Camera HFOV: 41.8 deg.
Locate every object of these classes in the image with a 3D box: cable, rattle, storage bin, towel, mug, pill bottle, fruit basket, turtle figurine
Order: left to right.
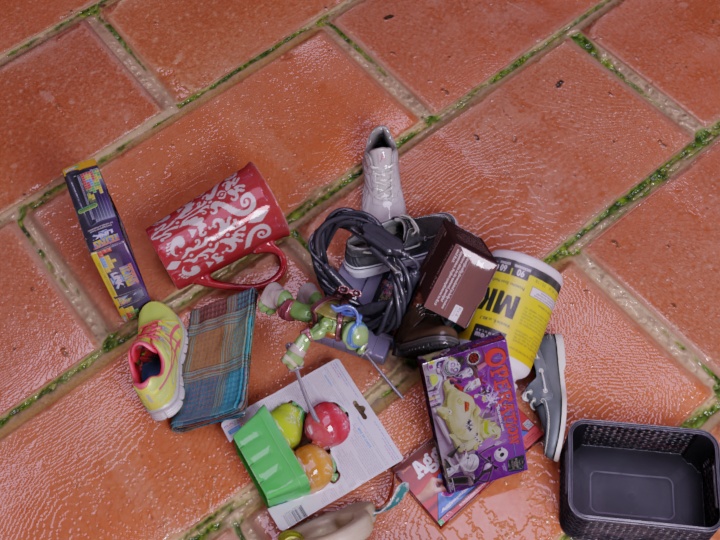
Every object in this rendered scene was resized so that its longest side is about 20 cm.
[{"bbox_3d":[-0.215,0.131,1.389,0.145,0.022,0.203,-20,53,32],"label":"towel"},{"bbox_3d":[-0.217,-0.050,1.478,0.198,0.134,0.178,-29,60,-10],"label":"mug"},{"bbox_3d":[-0.070,0.242,1.326,0.198,0.094,0.186,-25,60,-23],"label":"fruit basket"},{"bbox_3d":[-0.060,0.104,1.346,0.143,0.202,0.193,-31,39,-20],"label":"turtle figurine"},{"bbox_3d":[-0.003,0.375,1.249,0.198,0.130,0.144,-15,73,-41],"label":"rattle"},{"bbox_3d":[0.000,0.000,1.389,0.199,0.165,0.051,32,36,30],"label":"cable"},{"bbox_3d":[0.202,0.083,1.335,0.113,0.114,0.202,20,79,15],"label":"pill bottle"},{"bbox_3d":[0.370,0.286,1.257,0.197,0.094,0.137,5,59,6],"label":"storage bin"}]

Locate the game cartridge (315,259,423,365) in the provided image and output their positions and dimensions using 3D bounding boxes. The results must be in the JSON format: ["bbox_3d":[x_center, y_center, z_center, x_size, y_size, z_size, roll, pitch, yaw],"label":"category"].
[{"bbox_3d":[0.017,0.038,1.464,0.128,0.039,0.202,15,61,17],"label":"game cartridge"}]

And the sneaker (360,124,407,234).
[{"bbox_3d":[0.032,-0.150,1.535,0.077,0.100,0.202,-8,59,-1],"label":"sneaker"}]

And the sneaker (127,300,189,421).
[{"bbox_3d":[-0.304,0.115,1.391,0.077,0.091,0.202,-24,49,8],"label":"sneaker"}]

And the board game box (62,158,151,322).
[{"bbox_3d":[-0.383,-0.043,1.441,0.056,0.201,0.167,-22,61,-12],"label":"board game box"}]

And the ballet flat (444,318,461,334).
[{"bbox_3d":[0.180,0.056,1.432,0.199,0.075,0.074,-32,62,-17],"label":"ballet flat"}]

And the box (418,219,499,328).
[{"bbox_3d":[0.136,0.000,1.359,0.074,0.200,0.101,26,101,-7],"label":"box"}]

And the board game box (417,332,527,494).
[{"bbox_3d":[0.152,0.193,1.259,0.118,0.203,0.032,-17,21,-10],"label":"board game box"}]

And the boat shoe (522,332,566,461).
[{"bbox_3d":[0.259,0.178,1.342,0.061,0.073,0.202,4,53,5],"label":"boat shoe"}]

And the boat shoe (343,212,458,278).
[{"bbox_3d":[0.067,-0.049,1.456,0.198,0.071,0.072,-24,55,-18],"label":"boat shoe"}]

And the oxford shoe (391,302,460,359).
[{"bbox_3d":[0.090,0.082,1.327,0.072,0.200,0.086,12,83,-15],"label":"oxford shoe"}]

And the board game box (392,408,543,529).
[{"bbox_3d":[0.152,0.259,1.330,0.199,0.020,0.103,-37,63,-17],"label":"board game box"}]
